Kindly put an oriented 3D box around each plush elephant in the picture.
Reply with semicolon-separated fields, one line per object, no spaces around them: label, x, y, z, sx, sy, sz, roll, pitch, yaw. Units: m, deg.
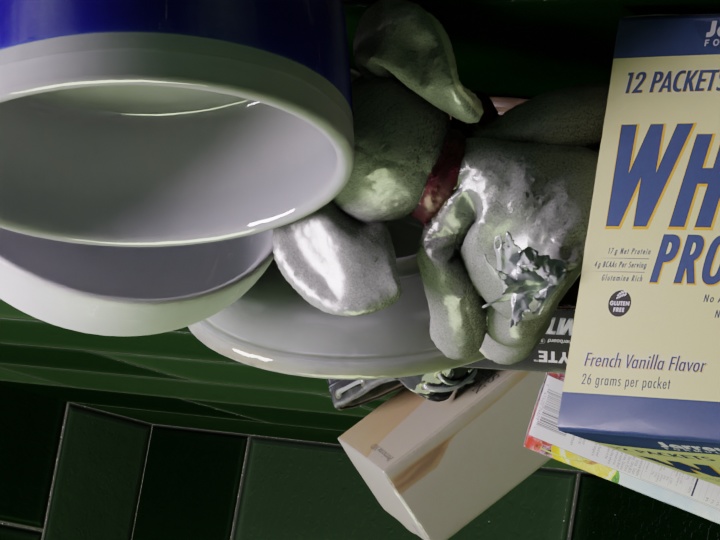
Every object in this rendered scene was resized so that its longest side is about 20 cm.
plush elephant;0.045;-0.045;1.143;0.155;0.165;0.200;36;-164;7

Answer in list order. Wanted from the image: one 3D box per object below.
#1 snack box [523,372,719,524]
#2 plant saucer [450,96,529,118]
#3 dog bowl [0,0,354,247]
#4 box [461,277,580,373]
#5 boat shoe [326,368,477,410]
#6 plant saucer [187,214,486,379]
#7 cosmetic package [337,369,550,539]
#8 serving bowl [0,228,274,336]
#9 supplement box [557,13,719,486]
snack box;0.219;0.087;1.416;0.200;0.068;0.169;20;-156;13
plant saucer;0.117;-0.062;1.352;0.200;0.030;0.200;10;171;2
dog bowl;-0.103;-0.081;1.064;0.200;0.079;0.200;-1;160;-1
box;0.084;0.004;1.418;0.198;0.050;0.200;5;-158;11
boat shoe;0.051;0.052;1.548;0.072;0.071;0.200;-7;173;-41
plant saucer;0.000;0.000;1.296;0.200;0.050;0.200;0;-159;0
cosmetic package;0.094;0.093;1.589;0.071;0.200;0.105;57;168;-19
serving bowl;-0.140;-0.035;1.250;0.200;0.200;0.066;11;134;-11
supplement box;0.212;0.001;1.081;0.134;0.200;0.200;1;167;38
